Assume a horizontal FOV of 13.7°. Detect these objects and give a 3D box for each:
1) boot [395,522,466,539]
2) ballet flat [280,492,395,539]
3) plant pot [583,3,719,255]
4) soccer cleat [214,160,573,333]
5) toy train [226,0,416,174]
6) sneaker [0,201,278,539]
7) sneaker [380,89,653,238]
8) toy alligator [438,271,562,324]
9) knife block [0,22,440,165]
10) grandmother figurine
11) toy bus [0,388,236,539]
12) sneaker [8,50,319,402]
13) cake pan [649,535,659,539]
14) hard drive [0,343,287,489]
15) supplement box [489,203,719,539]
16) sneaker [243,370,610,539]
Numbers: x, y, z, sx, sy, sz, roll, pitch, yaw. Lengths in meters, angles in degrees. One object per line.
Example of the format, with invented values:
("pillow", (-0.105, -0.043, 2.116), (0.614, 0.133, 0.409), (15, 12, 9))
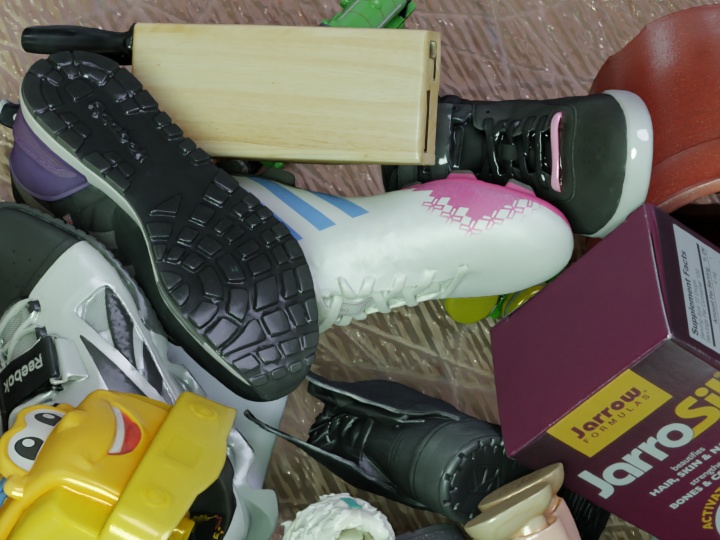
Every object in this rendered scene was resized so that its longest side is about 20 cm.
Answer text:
("boot", (0.004, 0.192, 1.323), (0.200, 0.070, 0.132), (-14, 65, -36))
("ballet flat", (-0.004, 0.192, 1.255), (0.072, 0.072, 0.201), (1, 79, -33))
("plant pot", (0.199, -0.028, 1.584), (0.200, 0.201, 0.196), (19, 34, -17))
("soccer cleat", (0.000, 0.000, 1.421), (0.199, 0.070, 0.086), (4, 49, 18))
("toy train", (-0.019, -0.110, 1.607), (0.042, 0.056, 0.200), (36, 41, 2))
("sneaker", (-0.127, 0.055, 1.320), (0.200, 0.074, 0.088), (49, 43, 14))
("sneaker", (0.068, -0.053, 1.447), (0.099, 0.200, 0.071), (4, 90, -18))
("toy alligator", (0.045, -0.011, 1.533), (0.200, 0.054, 0.059), (13, 25, -36))
("knife block", (-0.075, -0.086, 1.443), (0.175, 0.200, 0.064), (2, 92, -23))
("grandmother figurine", (0.115, 0.188, 1.362), (0.200, 0.060, 0.121), (63, 24, -3))
("toy bus", (-0.163, 0.117, 1.181), (0.192, 0.200, 0.136), (28, 28, 2))
("sneaker", (-0.092, -0.006, 1.386), (0.076, 0.088, 0.200), (-21, 61, -34))
("cake pan", (0.220, 0.195, 1.483), (0.200, 0.037, 0.201), (18, 43, -18))
("hard drive", (-0.098, 0.045, 1.425), (0.132, 0.027, 0.200), (26, 41, -10))
("supplement box", (0.171, 0.069, 1.423), (0.200, 0.110, 0.086), (29, 37, -31))
("sneaker", (0.038, 0.087, 1.439), (0.104, 0.060, 0.200), (21, 1, 34))
